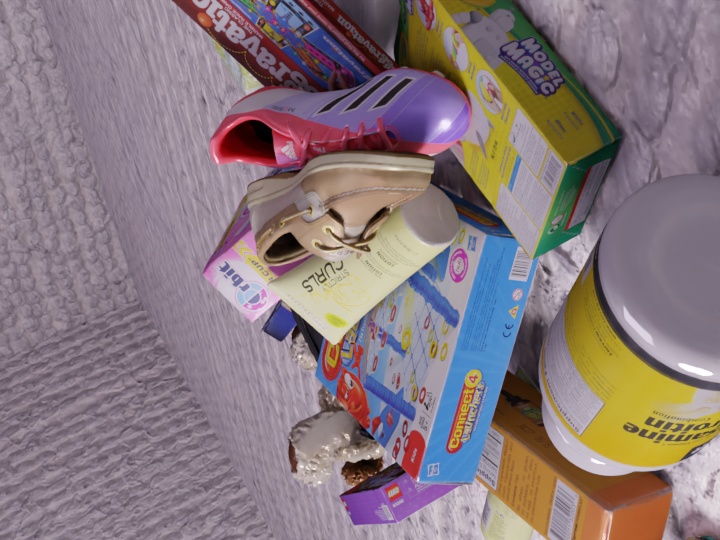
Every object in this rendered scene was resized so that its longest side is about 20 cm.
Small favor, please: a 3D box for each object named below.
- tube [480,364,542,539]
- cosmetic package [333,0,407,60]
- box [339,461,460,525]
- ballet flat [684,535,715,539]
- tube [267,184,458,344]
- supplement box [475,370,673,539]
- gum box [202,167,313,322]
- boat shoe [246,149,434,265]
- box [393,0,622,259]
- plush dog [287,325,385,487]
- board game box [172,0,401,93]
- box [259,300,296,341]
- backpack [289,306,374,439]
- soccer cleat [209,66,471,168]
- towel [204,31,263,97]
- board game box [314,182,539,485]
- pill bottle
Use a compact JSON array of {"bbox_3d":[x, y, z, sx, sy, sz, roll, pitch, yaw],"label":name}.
[{"bbox_3d":[0.145,0.175,0.925,0.058,0.052,0.201,17,135,13],"label":"tube"},{"bbox_3d":[0.014,-0.226,0.754,0.083,0.050,0.201,61,163,26],"label":"cosmetic package"},{"bbox_3d":[0.062,0.206,1.055,0.039,0.136,0.200,62,162,7],"label":"box"},{"bbox_3d":[0.240,0.281,0.746,0.072,0.072,0.202,37,147,56],"label":"ballet flat"},{"bbox_3d":[0.000,0.000,0.812,0.200,0.052,0.059,-37,63,51],"label":"tube"},{"bbox_3d":[0.142,0.150,0.810,0.200,0.066,0.069,38,129,50],"label":"supplement box"},{"bbox_3d":[-0.066,-0.051,0.975,0.066,0.113,0.200,45,-158,-15],"label":"gum box"},{"bbox_3d":[-0.016,-0.039,0.720,0.200,0.073,0.067,-11,79,60],"label":"boat shoe"},{"bbox_3d":[0.085,-0.119,0.698,0.201,0.048,0.118,56,162,23],"label":"box"},{"bbox_3d":[0.000,0.158,1.232,0.172,0.159,0.202,72,-164,-71],"label":"plush dog"},{"bbox_3d":[-0.062,-0.177,0.752,0.200,0.020,0.103,42,147,-13],"label":"board game box"},{"bbox_3d":[-0.064,0.014,1.207,0.032,0.122,0.200,31,162,-5],"label":"box"},{"bbox_3d":[0.007,0.056,1.043,0.200,0.154,0.163,45,168,-10],"label":"backpack"},{"bbox_3d":[-0.017,-0.097,0.724,0.199,0.077,0.067,6,129,36],"label":"soccer cleat"},{"bbox_3d":[-0.119,-0.239,0.879,0.172,0.048,0.200,62,171,15],"label":"towel"},{"bbox_3d":[0.046,0.037,0.851,0.196,0.055,0.202,36,115,57],"label":"board game box"},{"bbox_3d":[0.162,0.044,0.578,0.112,0.111,0.200,58,162,23],"label":"pill bottle"}]
